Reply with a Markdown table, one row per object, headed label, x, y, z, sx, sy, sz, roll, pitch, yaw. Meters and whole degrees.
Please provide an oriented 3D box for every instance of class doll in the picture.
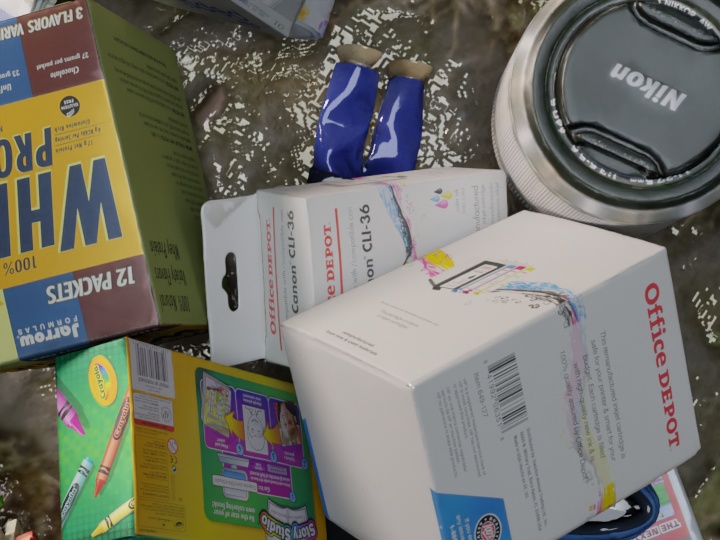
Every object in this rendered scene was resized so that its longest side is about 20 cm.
| label | x | y | z | sx | sy | sz | roll | pitch | yaw |
| --- | --- | --- | --- | --- | --- | --- | --- | --- | --- |
| doll | 0.002 | -0.049 | 1.189 | 0.136 | 0.048 | 0.200 | 14 | 87 | -21 |

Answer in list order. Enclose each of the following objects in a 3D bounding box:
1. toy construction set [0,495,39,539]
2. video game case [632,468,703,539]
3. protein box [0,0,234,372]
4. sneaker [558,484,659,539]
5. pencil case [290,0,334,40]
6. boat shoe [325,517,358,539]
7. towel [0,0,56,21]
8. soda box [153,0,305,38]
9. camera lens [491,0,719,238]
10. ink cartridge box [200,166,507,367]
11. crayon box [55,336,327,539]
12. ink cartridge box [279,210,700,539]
| label | x | y | z | sx | sy | sz | roll | pitch | yaw |
| --- | --- | --- | --- | --- | --- | --- | --- | --- | --- |
| toy construction set | -0.307 | 0.182 | 1.130 | 0.200 | 0.131 | 0.092 | -8 | 87 | -1 |
| video game case | 0.126 | 0.173 | 1.191 | 0.200 | 0.023 | 0.182 | -20 | 86 | -3 |
| protein box | -0.186 | -0.046 | 1.106 | 0.135 | 0.199 | 0.200 | -14 | 86 | 8 |
| sneaker | 0.099 | 0.144 | 1.144 | 0.200 | 0.078 | 0.066 | 6 | 88 | 0 |
| pencil case | -0.039 | -0.260 | 1.187 | 0.091 | 0.083 | 0.200 | 18 | 87 | -13 |
| boat shoe | -0.020 | 0.230 | 1.131 | 0.074 | 0.066 | 0.199 | 27 | 59 | -15 |
| towel | -0.250 | -0.246 | 1.153 | 0.147 | 0.024 | 0.200 | 34 | 120 | 14 |
| soda box | -0.120 | -0.211 | 1.135 | 0.200 | 0.068 | 0.063 | 22 | 86 | 42 |
| camera lens | 0.169 | -0.102 | 1.121 | 0.160 | 0.200 | 0.160 | 0 | 86 | -1 |
| ink cartridge box | 0.000 | 0.000 | 1.123 | 0.200 | 0.067 | 0.117 | -10 | 101 | -32 |
| crayon box | -0.100 | 0.120 | 1.068 | 0.058 | 0.200 | 0.119 | -16 | 69 | 29 |
| ink cartridge box | 0.082 | 0.073 | 1.062 | 0.200 | 0.145 | 0.147 | -25 | 115 | -27 |
